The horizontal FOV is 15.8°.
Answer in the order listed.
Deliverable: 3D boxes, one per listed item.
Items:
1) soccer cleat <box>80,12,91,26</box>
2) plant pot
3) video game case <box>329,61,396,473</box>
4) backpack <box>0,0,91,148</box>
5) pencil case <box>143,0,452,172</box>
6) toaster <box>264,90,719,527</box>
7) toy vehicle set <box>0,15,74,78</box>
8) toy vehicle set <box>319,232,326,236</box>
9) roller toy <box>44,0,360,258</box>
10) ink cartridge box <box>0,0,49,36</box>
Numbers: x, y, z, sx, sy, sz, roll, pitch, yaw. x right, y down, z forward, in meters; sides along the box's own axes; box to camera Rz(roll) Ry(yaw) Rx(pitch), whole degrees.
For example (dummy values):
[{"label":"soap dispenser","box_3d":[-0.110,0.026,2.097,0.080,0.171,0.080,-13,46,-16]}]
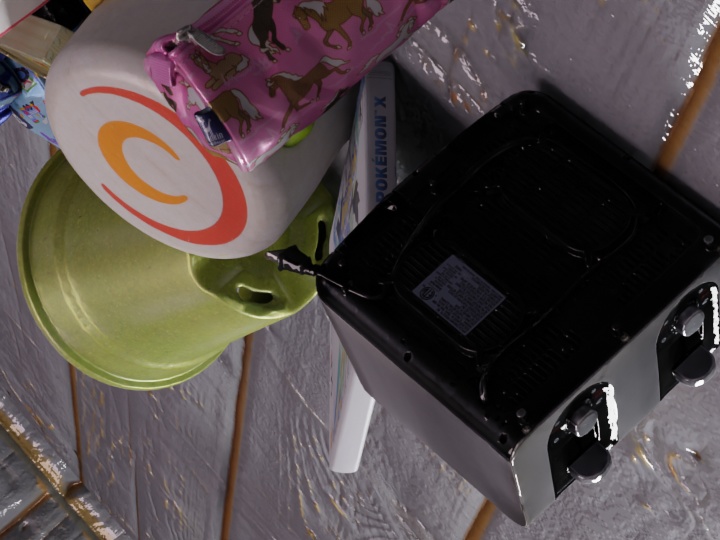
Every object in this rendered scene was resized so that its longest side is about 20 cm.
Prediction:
[{"label":"soccer cleat","box_3d":[-0.137,-0.161,1.843,0.200,0.068,0.073,15,142,58]},{"label":"plant pot","box_3d":[-0.118,-0.020,1.872,0.184,0.200,0.201,-10,119,55]},{"label":"video game case","box_3d":[0.000,0.000,1.639,0.200,0.022,0.183,103,169,-55]},{"label":"backpack","box_3d":[-0.259,-0.170,2.032,0.200,0.134,0.182,52,165,-17]},{"label":"pencil case","box_3d":[-0.014,-0.139,1.328,0.083,0.200,0.087,50,174,4]},{"label":"toaster","box_3d":[0.087,0.016,1.424,0.200,0.181,0.119,39,162,31]},{"label":"toy vehicle set","box_3d":[-0.199,-0.143,1.846,0.124,0.027,0.200,30,177,-28]},{"label":"toy vehicle set","box_3d":[0.026,0.017,1.868,0.125,0.026,0.200,56,163,-20]},{"label":"roller toy","box_3d":[-0.099,-0.114,1.674,0.199,0.140,0.183,23,147,20]},{"label":"ink cartridge box","box_3d":[-0.267,-0.273,1.796,0.200,0.146,0.083,40,160,30]}]
